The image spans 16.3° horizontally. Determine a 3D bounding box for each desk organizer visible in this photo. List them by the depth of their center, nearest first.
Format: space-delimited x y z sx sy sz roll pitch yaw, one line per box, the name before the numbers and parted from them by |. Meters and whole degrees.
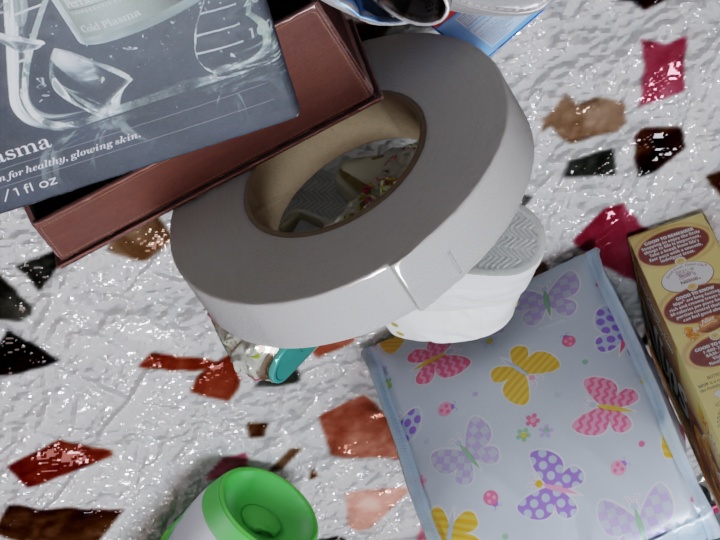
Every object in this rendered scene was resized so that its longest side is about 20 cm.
desk organizer | -0.099 -0.091 1.343 0.200 0.072 0.077 -27 134 8

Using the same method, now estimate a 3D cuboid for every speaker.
speaker | -0.106 0.219 1.638 0.088 0.089 0.200 14 127 -30

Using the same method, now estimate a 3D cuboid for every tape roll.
tape roll | -0.006 -0.044 1.324 0.203 0.203 0.037 -27 127 8

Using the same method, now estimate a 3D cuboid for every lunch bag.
lunch bag | 0.112 0.115 1.526 0.169 0.200 0.127 -25 136 5

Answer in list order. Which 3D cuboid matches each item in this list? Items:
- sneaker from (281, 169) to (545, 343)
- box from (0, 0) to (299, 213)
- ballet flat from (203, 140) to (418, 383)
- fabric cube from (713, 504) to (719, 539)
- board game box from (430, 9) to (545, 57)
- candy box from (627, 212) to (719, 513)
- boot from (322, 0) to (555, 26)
sneaker | 0.000 0.000 1.464 0.200 0.074 0.116 9 154 -2
box | -0.153 -0.147 1.179 0.200 0.124 0.197 -18 135 -1
ballet flat | -0.006 -0.022 1.371 0.200 0.064 0.076 -42 158 -18
fabric cube | 0.329 0.277 1.768 0.200 0.196 0.199 -22 138 1
board game box | 0.051 -0.208 1.302 0.151 0.037 0.200 -39 134 21
candy box | 0.222 0.076 1.525 0.055 0.200 0.116 -17 137 0
boot | 0.031 -0.150 1.257 0.200 0.096 0.074 15 128 -30
